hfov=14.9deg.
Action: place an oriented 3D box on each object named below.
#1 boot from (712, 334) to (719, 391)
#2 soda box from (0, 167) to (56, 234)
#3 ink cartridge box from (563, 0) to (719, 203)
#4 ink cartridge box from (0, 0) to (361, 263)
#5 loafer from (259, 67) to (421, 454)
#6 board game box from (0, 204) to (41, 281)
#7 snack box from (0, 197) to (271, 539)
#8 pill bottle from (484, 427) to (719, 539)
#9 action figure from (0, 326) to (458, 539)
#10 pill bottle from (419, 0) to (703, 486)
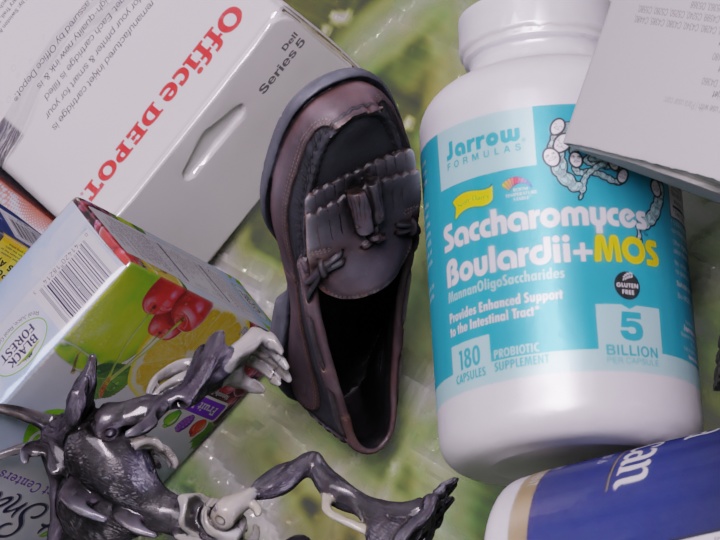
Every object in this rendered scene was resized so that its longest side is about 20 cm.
[{"bbox_3d":[0.206,0.028,1.063,0.131,0.200,0.068,11,94,6],"label":"boot"},{"bbox_3d":[-0.186,-0.014,1.359,0.200,0.064,0.068,36,93,36],"label":"soda box"},{"bbox_3d":[0.199,-0.111,1.066,0.146,0.147,0.200,23,93,66],"label":"ink cartridge box"},{"bbox_3d":[-0.121,-0.104,1.335,0.146,0.084,0.200,-51,55,3],"label":"ink cartridge box"},{"bbox_3d":[0.000,0.000,1.179,0.072,0.200,0.063,-22,54,-21],"label":"loafer"},{"bbox_3d":[-0.262,0.024,1.239,0.200,0.200,0.062,-48,41,8],"label":"board game box"},{"bbox_3d":[-0.143,0.073,1.254,0.200,0.142,0.053,-47,57,8],"label":"snack box"},{"bbox_3d":[0.159,0.114,1.075,0.200,0.111,0.111,-16,66,25],"label":"pill bottle"},{"bbox_3d":[-0.063,0.094,1.182,0.200,0.102,0.119,22,119,15],"label":"action figure"},{"bbox_3d":[0.082,-0.015,1.161,0.111,0.111,0.200,-13,70,27],"label":"pill bottle"}]
